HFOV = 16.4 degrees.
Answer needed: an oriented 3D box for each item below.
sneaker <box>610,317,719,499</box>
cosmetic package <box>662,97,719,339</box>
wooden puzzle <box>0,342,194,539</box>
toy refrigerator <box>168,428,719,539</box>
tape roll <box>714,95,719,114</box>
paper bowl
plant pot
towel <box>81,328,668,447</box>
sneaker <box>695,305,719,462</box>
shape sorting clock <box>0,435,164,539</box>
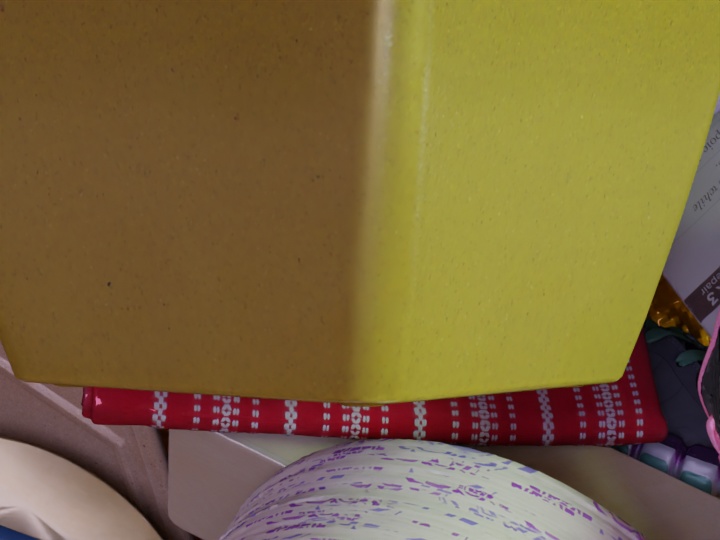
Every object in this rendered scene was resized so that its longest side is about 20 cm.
[{"bbox_3d":[0.094,0.031,0.898,0.198,0.074,0.088,10,92,17],"label":"sneaker"},{"bbox_3d":[0.182,0.012,0.821,0.113,0.081,0.200,-47,49,14],"label":"cosmetic package"},{"bbox_3d":[-0.159,0.072,0.963,0.184,0.037,0.201,-7,120,17],"label":"wooden puzzle"},{"bbox_3d":[0.036,0.085,0.861,0.199,0.076,0.070,25,56,14],"label":"toy refrigerator"},{"bbox_3d":[0.062,-0.142,0.853,0.199,0.085,0.202,-8,76,35],"label":"tape roll"},{"bbox_3d":[0.022,0.162,0.799,0.199,0.105,0.202,17,132,19],"label":"paper bowl"},{"bbox_3d":[-0.009,-0.054,0.725,0.199,0.199,0.178,1,91,36],"label":"plant pot"},{"bbox_3d":[0.000,0.000,0.863,0.198,0.145,0.023,3,136,-9],"label":"towel"},{"bbox_3d":[0.137,0.050,0.755,0.095,0.079,0.202,-17,61,58],"label":"sneaker"},{"bbox_3d":[-0.152,0.160,0.922,0.198,0.039,0.202,0,85,-5],"label":"shape sorting clock"}]
